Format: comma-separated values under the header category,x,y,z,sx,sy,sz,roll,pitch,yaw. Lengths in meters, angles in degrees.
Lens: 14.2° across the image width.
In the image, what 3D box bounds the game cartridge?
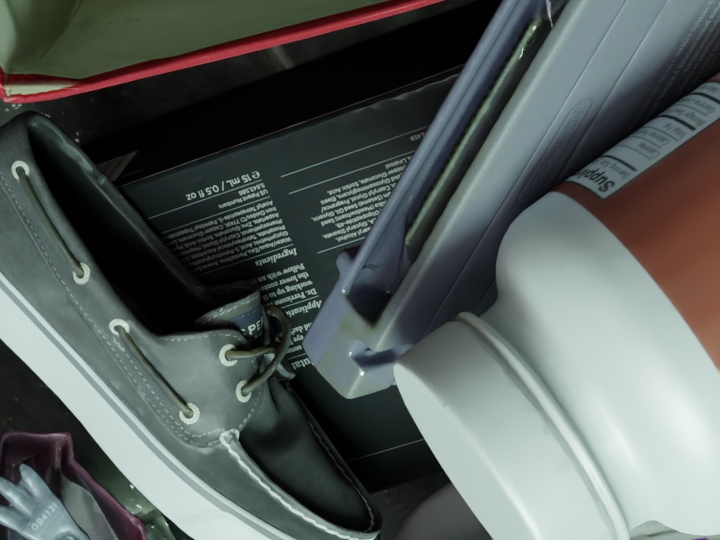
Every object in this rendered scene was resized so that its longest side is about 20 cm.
category,x,y,z,sx,sy,sz,roll,pitch,yaw
game cartridge,0.071,-0.050,0.866,0.038,0.129,0.200,47,129,21

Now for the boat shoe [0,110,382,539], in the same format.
category,x,y,z,sx,sy,sz,roll,pitch,yaw
boat shoe,-0.059,0.025,0.978,0.200,0.070,0.066,45,118,2

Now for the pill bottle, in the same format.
category,x,y,z,sx,sy,sz,roll,pitch,yaw
pill bottle,0.113,0.004,0.842,0.200,0.112,0.113,-35,107,-8

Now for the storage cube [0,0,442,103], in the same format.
category,x,y,z,sx,sy,sz,roll,pitch,yaw
storage cube,-0.036,-0.178,0.885,0.199,0.180,0.172,-13,113,20

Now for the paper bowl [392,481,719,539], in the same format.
category,x,y,z,sx,sy,sz,roll,pitch,yaw
paper bowl,0.086,0.126,1.025,0.200,0.200,0.105,-26,64,25

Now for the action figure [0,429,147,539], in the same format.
category,x,y,z,sx,sy,sz,roll,pitch,yaw
action figure,-0.110,0.126,1.094,0.148,0.135,0.200,17,164,-6

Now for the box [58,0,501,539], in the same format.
category,x,y,z,sx,sy,sz,roll,pitch,yaw
box,0.000,0.000,1.029,0.199,0.079,0.142,-17,108,22
